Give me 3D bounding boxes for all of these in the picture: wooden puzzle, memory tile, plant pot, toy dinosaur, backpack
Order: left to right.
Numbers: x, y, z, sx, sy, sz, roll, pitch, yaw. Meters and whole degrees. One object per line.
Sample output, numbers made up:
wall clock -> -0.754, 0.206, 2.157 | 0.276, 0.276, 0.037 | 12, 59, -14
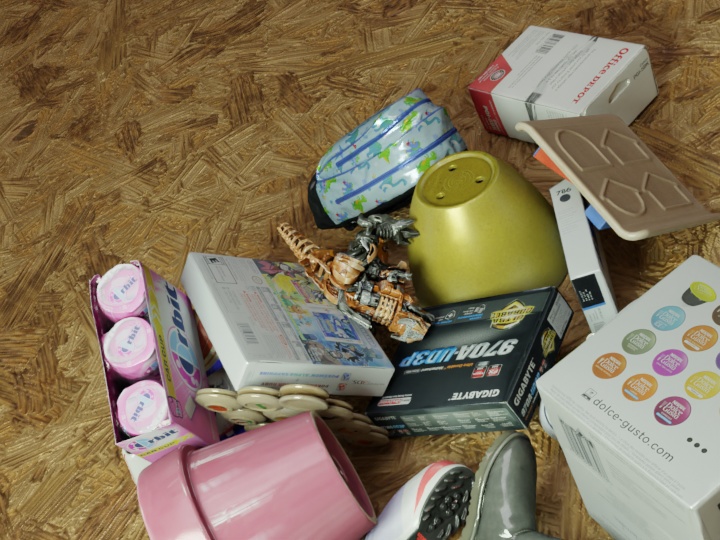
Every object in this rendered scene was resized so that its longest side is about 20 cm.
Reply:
plant pot -> -0.091, 0.235, 1.175 | 0.178, 0.200, 0.200 | -31, 38, 2
memory tile -> -0.067, 0.157, 1.268 | 0.153, 0.200, 0.017 | -5, 66, 25
toy dinosaur -> 0.000, 0.000, 1.360 | 0.102, 0.200, 0.136 | -39, 6, 43
backpack -> 0.040, -0.140, 1.525 | 0.163, 0.154, 0.199 | -30, 17, -36
plant pot -> 0.134, -0.054, 1.421 | 0.199, 0.142, 0.201 | -17, 40, 14
wooden puzzle -> 0.285, -0.101, 1.358 | 0.185, 0.046, 0.200 | -11, 51, -45

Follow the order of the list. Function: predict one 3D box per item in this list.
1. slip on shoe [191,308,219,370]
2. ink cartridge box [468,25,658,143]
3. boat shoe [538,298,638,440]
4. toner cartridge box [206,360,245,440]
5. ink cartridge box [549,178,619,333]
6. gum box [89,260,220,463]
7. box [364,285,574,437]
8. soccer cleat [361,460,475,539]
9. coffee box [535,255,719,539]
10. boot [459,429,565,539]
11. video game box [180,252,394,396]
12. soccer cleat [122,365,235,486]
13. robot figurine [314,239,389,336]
slip on shoe -> -0.214, 0.104, 1.413 | 0.200, 0.061, 0.074 | -47, 25, 46
ink cartridge box -> 0.267, -0.238, 1.596 | 0.147, 0.083, 0.200 | -45, 41, -20
boat shoe -> 0.261, 0.088, 1.218 | 0.202, 0.086, 0.075 | -40, 78, -21
toner cartridge box -> -0.159, 0.159, 1.436 | 0.095, 0.043, 0.200 | -21, 38, 11
ink cartridge box -> 0.250, -0.027, 1.356 | 0.039, 0.100, 0.201 | -18, 38, 15
gum box -> -0.215, 0.095, 1.261 | 0.066, 0.114, 0.201 | -23, 61, 11
box -> 0.116, 0.100, 1.297 | 0.199, 0.046, 0.159 | -11, 39, 44
soccer cleat -> 0.034, 0.268, 1.192 | 0.200, 0.068, 0.073 | -45, 17, -15
coffee box -> 0.306, 0.148, 1.042 | 0.197, 0.200, 0.200 | -36, 39, -12
boot -> 0.186, 0.250, 1.081 | 0.199, 0.072, 0.183 | 8, 80, 46
video game box -> -0.083, 0.058, 1.325 | 0.181, 0.047, 0.200 | 4, 33, -31
soccer cleat -> -0.185, 0.159, 1.345 | 0.068, 0.085, 0.200 | 16, 56, 42
robot figurine -> -0.026, 0.046, 1.472 | 0.144, 0.058, 0.201 | -10, 41, 22
